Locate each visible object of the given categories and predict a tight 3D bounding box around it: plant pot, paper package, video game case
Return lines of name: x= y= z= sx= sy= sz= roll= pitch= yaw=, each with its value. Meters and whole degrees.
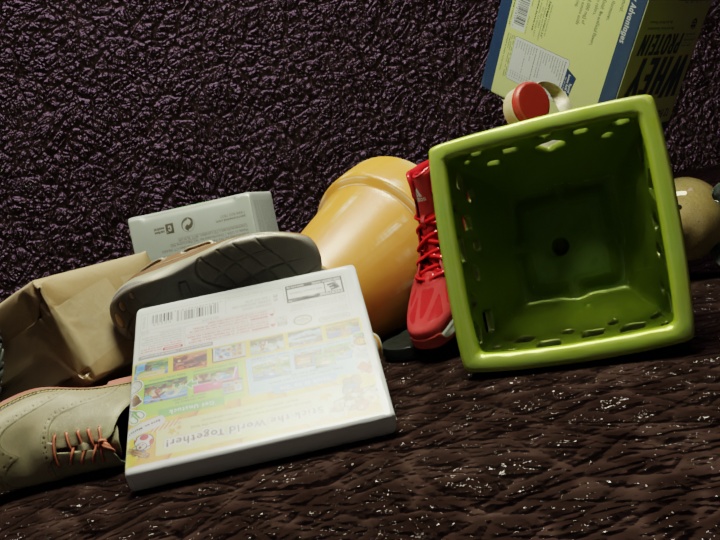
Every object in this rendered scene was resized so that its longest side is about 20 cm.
plant pot: x=0.000 y=0.000 z=0.945 sx=0.197 sy=0.204 sz=0.183 roll=-6 pitch=24 yaw=43
plant pot: x=0.185 y=-0.028 z=0.758 sx=0.195 sy=0.205 sz=0.181 roll=-10 pitch=-1 yaw=18
paper package: x=-0.295 y=0.080 z=0.807 sx=0.188 sy=0.105 sz=0.200 roll=-32 pitch=0 yaw=18
video game case: x=-0.084 y=0.076 z=0.656 sx=0.195 sy=0.023 sz=0.184 roll=-11 pitch=38 yaw=-4

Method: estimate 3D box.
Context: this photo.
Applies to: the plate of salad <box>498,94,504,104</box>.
plate of salad: x=0.244 y=-0.158 z=1.074 sx=0.048 sy=0.201 sz=0.199 roll=-45 pitch=-9 yaw=23

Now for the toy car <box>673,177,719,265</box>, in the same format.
toy car: x=0.352 y=-0.056 z=0.941 sx=0.155 sy=0.169 sz=0.197 roll=-15 pitch=20 yaw=-40

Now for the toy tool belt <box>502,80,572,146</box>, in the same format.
toy tool belt: x=0.184 y=-0.096 z=0.923 sx=0.123 sy=0.205 sz=0.122 roll=-22 pitch=4 yaw=-23

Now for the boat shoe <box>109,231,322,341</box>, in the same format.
boat shoe: x=-0.132 y=0.002 z=0.758 sx=0.195 sy=0.077 sz=0.072 roll=-14 pitch=23 yaw=0

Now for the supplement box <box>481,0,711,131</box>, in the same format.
supplement box: x=0.275 y=-0.282 z=0.976 sx=0.132 sy=0.204 sz=0.199 roll=-14 pitch=38 yaw=-36

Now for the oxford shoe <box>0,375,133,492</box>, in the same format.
oxford shoe: x=-0.223 y=0.128 z=0.650 sx=0.197 sy=0.072 sz=0.074 roll=-17 pitch=13 yaw=-36

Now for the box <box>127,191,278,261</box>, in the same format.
box: x=-0.221 y=-0.005 z=1.274 sx=0.194 sy=0.206 sz=0.171 roll=-11 pitch=3 yaw=6

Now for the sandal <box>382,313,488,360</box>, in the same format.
sandal: x=0.102 y=0.048 z=0.892 sx=0.197 sy=0.046 sz=0.074 roll=-16 pitch=7 yaw=-40

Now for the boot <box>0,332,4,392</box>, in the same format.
boot: x=-0.397 y=0.114 z=0.682 sx=0.195 sy=0.170 sz=0.066 roll=-10 pitch=-14 yaw=14

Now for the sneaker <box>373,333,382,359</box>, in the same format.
sneaker: x=-0.047 y=0.071 z=0.811 sx=0.078 sy=0.080 sz=0.199 roll=-18 pitch=19 yaw=-24

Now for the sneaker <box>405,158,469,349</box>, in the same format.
sneaker: x=0.067 y=-0.031 z=0.830 sx=0.077 sy=0.116 sz=0.203 roll=-12 pitch=46 yaw=36
